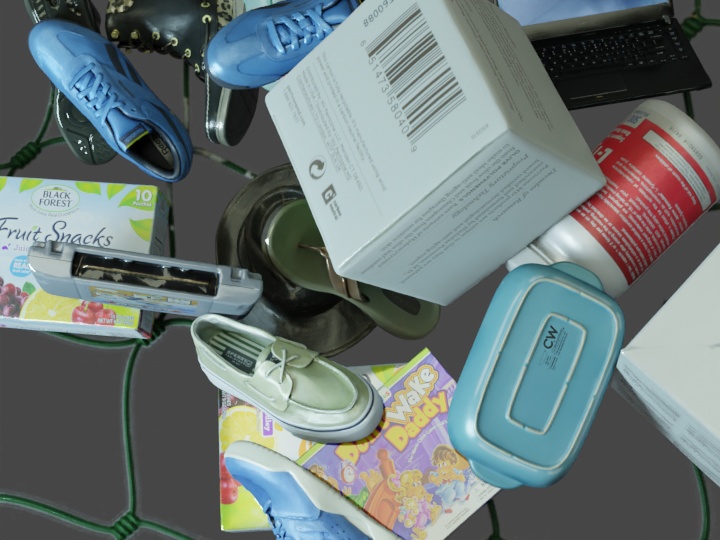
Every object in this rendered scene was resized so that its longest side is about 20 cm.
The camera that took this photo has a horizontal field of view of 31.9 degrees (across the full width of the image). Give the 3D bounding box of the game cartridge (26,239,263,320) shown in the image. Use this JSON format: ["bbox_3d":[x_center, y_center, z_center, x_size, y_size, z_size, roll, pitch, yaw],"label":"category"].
[{"bbox_3d":[-0.190,0.011,1.119,0.198,0.133,0.042,8,76,-8],"label":"game cartridge"}]

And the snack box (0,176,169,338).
[{"bbox_3d":[-0.296,-0.015,1.236,0.198,0.053,0.144,4,76,9],"label":"snack box"}]

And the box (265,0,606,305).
[{"bbox_3d":[0.062,-0.114,1.087,0.200,0.171,0.200,-39,58,26],"label":"box"}]

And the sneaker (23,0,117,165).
[{"bbox_3d":[-0.285,-0.210,1.288,0.076,0.114,0.201,-18,101,-1],"label":"sneaker"}]

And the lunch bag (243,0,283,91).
[{"bbox_3d":[-0.031,-0.273,1.231,0.159,0.077,0.202,0,77,-21],"label":"lunch bag"}]

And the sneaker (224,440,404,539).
[{"bbox_3d":[-0.049,0.232,1.027,0.199,0.077,0.112,34,73,6],"label":"sneaker"}]

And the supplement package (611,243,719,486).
[{"bbox_3d":[0.327,0.063,1.048,0.147,0.200,0.191,43,86,15],"label":"supplement package"}]

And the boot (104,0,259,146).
[{"bbox_3d":[-0.180,-0.219,1.269,0.152,0.074,0.206,0,70,12],"label":"boot"}]

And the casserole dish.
[{"bbox_3d":[0.151,0.086,1.054,0.120,0.039,0.201,25,82,-4],"label":"casserole dish"}]

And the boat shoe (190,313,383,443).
[{"bbox_3d":[-0.072,0.093,1.099,0.199,0.062,0.072,16,64,32],"label":"boat shoe"}]

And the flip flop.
[{"bbox_3d":[0.000,0.000,1.138,0.199,0.057,0.082,34,74,-23],"label":"flip flop"}]

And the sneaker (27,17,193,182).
[{"bbox_3d":[-0.237,-0.163,1.210,0.066,0.079,0.200,-42,109,10],"label":"sneaker"}]

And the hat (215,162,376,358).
[{"bbox_3d":[-0.058,-0.019,1.192,0.198,0.081,0.203,-2,76,7],"label":"hat"}]

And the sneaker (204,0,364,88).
[{"bbox_3d":[-0.044,-0.219,1.122,0.199,0.078,0.067,-21,90,-21],"label":"sneaker"}]

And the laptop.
[{"bbox_3d":[0.218,-0.249,1.183,0.175,0.104,0.201,-9,39,2],"label":"laptop"}]

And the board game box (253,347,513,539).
[{"bbox_3d":[0.026,0.185,1.093,0.200,0.045,0.135,-41,76,-4],"label":"board game box"}]

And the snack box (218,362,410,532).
[{"bbox_3d":[-0.029,0.162,1.156,0.198,0.053,0.144,-4,78,7],"label":"snack box"}]

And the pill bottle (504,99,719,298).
[{"bbox_3d":[0.228,-0.049,1.137,0.200,0.112,0.112,-44,74,-3],"label":"pill bottle"}]
